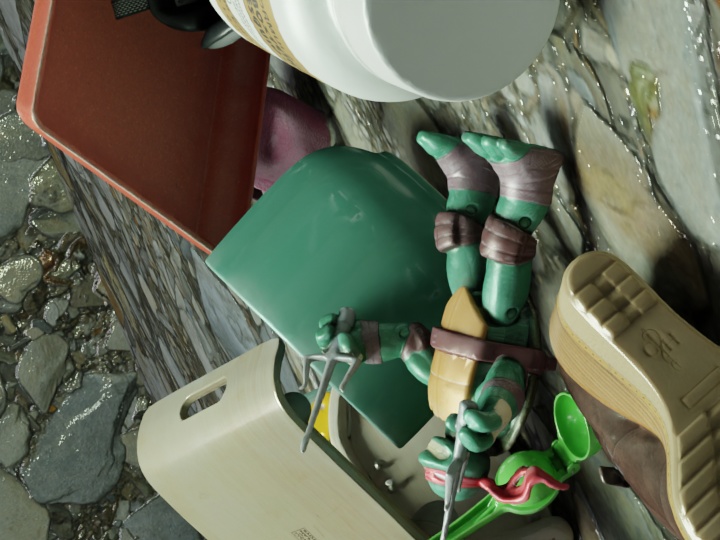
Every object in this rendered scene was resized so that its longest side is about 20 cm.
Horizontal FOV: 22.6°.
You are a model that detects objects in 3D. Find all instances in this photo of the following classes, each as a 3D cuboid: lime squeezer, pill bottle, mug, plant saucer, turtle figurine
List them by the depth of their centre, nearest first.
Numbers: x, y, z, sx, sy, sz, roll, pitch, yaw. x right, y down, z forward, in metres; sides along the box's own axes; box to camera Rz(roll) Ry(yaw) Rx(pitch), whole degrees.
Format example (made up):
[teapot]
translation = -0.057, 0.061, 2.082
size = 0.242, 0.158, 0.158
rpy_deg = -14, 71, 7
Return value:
[pill bottle]
translation = 0.005, -0.137, 0.801
size = 0.200, 0.114, 0.115
rpy_deg = 37, 149, 63
[turtle figurine]
translation = 0.045, 0.036, 0.871
size = 0.149, 0.100, 0.202
rpy_deg = 10, 89, 50
[lime squeezer]
translation = 0.089, 0.099, 0.937
size = 0.038, 0.070, 0.201
rpy_deg = 48, 119, 24
[mug]
translation = -0.002, -0.003, 1.007
size = 0.185, 0.114, 0.152
rpy_deg = 42, 178, 43
[plant saucer]
translation = -0.122, -0.127, 1.023
size = 0.200, 0.036, 0.202
rpy_deg = 39, -129, -53

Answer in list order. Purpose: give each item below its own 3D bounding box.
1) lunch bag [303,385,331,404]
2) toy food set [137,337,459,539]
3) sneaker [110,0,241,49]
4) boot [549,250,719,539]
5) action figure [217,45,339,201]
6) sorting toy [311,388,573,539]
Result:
[lunch bag]
translation = -0.013, 0.185, 1.319
size = 0.201, 0.169, 0.122
rpy_deg = 63, 159, 9
[toy food set]
translation = -0.021, 0.130, 1.031
size = 0.200, 0.061, 0.143
rpy_deg = 45, 138, -16
[sneaker]
translation = -0.075, -0.166, 0.996
size = 0.078, 0.139, 0.200
rpy_deg = 66, 166, -6
[boot]
translation = 0.154, 0.091, 0.785
size = 0.201, 0.072, 0.167
rpy_deg = 56, 176, 28
[action figure]
translation = -0.117, -0.101, 1.171
size = 0.199, 0.133, 0.151
rpy_deg = 23, -120, -46
[sorting toy]
translation = 0.062, 0.148, 1.186
size = 0.201, 0.106, 0.180
rpy_deg = 56, -177, 35
